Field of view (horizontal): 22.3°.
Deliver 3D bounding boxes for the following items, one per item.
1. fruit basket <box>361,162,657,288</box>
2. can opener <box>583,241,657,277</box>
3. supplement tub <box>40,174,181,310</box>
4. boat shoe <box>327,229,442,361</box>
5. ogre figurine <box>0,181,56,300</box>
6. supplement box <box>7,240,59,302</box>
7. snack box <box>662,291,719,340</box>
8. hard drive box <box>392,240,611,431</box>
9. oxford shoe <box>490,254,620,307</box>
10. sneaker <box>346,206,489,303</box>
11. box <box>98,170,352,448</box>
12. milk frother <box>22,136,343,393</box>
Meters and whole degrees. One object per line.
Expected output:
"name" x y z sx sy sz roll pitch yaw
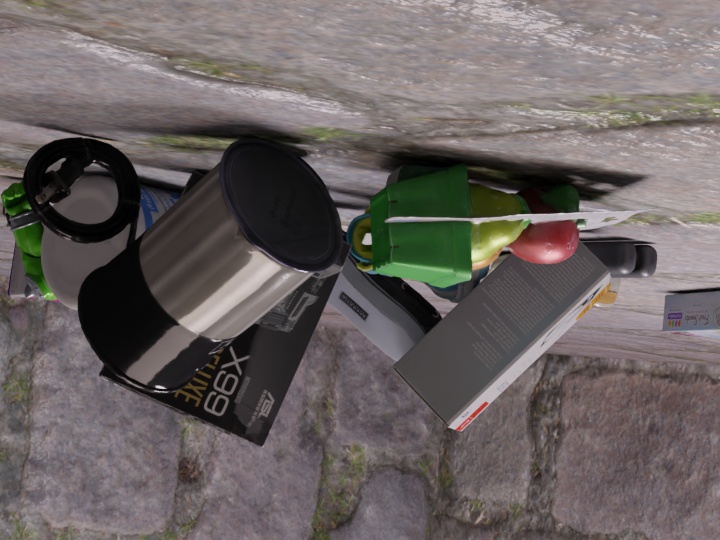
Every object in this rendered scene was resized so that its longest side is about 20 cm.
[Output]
"fruit basket" 0.108 -0.042 1.416 0.200 0.094 0.185 -9 178 -7
"can opener" 0.216 0.007 1.833 0.053 0.067 0.200 9 175 -31
"supplement tub" -0.198 -0.014 1.778 0.132 0.132 0.200 3 175 40
"boat shoe" 0.000 0.000 1.755 0.200 0.066 0.070 42 143 8
"ogre figurine" -0.272 -0.021 1.875 0.200 0.120 0.098 11 174 -41
"supplement box" -0.348 -0.013 2.207 0.101 0.103 0.200 10 173 -24
"snack box" 0.470 0.059 2.204 0.142 0.053 0.200 7 175 -16
"hard drive box" 0.132 0.051 1.676 0.077 0.200 0.156 47 -178 10
"oxford shoe" 0.208 0.012 1.987 0.075 0.058 0.200 7 178 -34
"sneaker" 0.050 -0.020 1.696 0.130 0.080 0.200 5 166 -3
"box" -0.120 0.036 1.618 0.158 0.200 0.050 26 173 -8
"milk frother" -0.143 -0.044 1.399 0.200 0.181 0.188 38 126 -19
